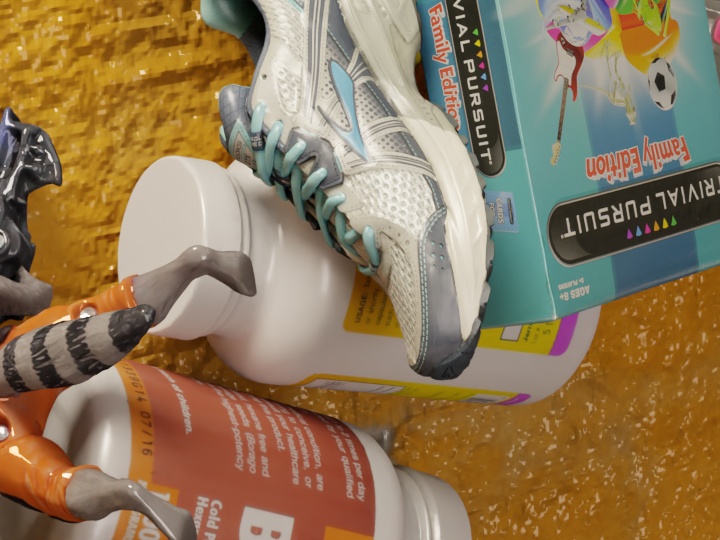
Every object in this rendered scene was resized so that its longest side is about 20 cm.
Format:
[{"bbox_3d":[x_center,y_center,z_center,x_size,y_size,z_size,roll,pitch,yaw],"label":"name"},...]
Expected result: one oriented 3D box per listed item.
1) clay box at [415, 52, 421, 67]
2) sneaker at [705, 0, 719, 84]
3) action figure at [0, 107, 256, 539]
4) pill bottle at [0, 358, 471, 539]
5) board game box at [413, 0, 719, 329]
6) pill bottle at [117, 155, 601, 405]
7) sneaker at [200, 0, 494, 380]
[{"bbox_3d":[0.023,-0.172,0.933,0.200,0.048,0.115,-47,121,-15],"label":"clay box"},{"bbox_3d":[0.227,-0.151,1.069,0.201,0.079,0.095,-56,145,-10],"label":"sneaker"},{"bbox_3d":[-0.140,0.017,0.798,0.105,0.192,0.202,47,46,-61],"label":"action figure"},{"bbox_3d":[-0.054,0.108,0.902,0.199,0.112,0.113,18,90,-34],"label":"pill bottle"},{"bbox_3d":[0.089,-0.090,0.892,0.150,0.047,0.202,-15,96,-48],"label":"board game box"},{"bbox_3d":[0.000,0.000,0.920,0.199,0.104,0.105,8,96,-34],"label":"pill bottle"},{"bbox_3d":[-0.011,-0.043,0.833,0.086,0.078,0.201,-11,64,-17],"label":"sneaker"}]
